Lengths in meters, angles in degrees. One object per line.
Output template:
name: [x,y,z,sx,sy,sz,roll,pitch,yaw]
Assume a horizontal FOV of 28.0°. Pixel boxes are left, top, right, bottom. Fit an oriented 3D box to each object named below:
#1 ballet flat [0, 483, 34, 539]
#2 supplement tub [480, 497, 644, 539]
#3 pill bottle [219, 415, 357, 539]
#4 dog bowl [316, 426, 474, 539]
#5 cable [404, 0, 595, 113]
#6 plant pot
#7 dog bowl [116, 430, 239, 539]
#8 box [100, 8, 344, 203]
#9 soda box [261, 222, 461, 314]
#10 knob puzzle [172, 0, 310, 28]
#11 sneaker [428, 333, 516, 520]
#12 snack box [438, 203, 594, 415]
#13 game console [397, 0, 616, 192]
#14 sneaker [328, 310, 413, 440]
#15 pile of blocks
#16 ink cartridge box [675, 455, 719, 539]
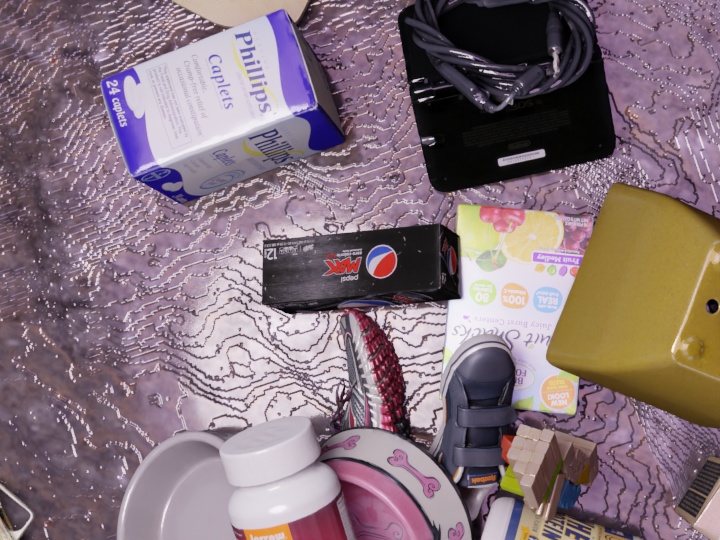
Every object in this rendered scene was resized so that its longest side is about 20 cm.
ballet flat: [-0.361,0.290,1.520,0.070,0.071,0.201,-37,82,3]
supplement tub: [0.206,0.315,1.402,0.198,0.144,0.146,16,88,8]
pill bottle: [-0.060,0.246,1.344,0.109,0.110,0.202,-16,101,6]
dog bowl: [0.009,0.260,1.417,0.199,0.074,0.202,14,116,30]
cable: [0.138,-0.248,1.451,0.163,0.051,0.200,-35,53,-11]
plant pot: [0.322,0.041,1.355,0.194,0.200,0.196,22,89,-12]
dog bowl: [-0.164,0.253,1.448,0.199,0.058,0.202,-16,63,33]
box: [-0.133,-0.159,1.461,0.198,0.184,0.106,-21,82,6]
soda box: [0.000,0.000,1.465,0.198,0.063,0.072,-5,77,23]
knob puzzle: [-0.121,-0.344,1.550,0.217,0.030,0.222,-1,85,7]
sneaker: [0.115,0.159,1.410,0.078,0.080,0.201,-2,127,-17]
snack box: [0.160,0.039,1.474,0.141,0.053,0.202,6,87,9]
game console: [0.152,-0.198,1.511,0.198,0.117,0.177,-12,114,7]
sneaker: [0.002,0.140,1.475,0.074,0.081,0.202,-12,81,20]
pile of blocks: [0.172,0.193,1.395,0.062,0.200,0.083,15,87,27]
ink cartridge box: [0.406,0.263,1.370,0.199,0.165,0.075,35,90,9]
